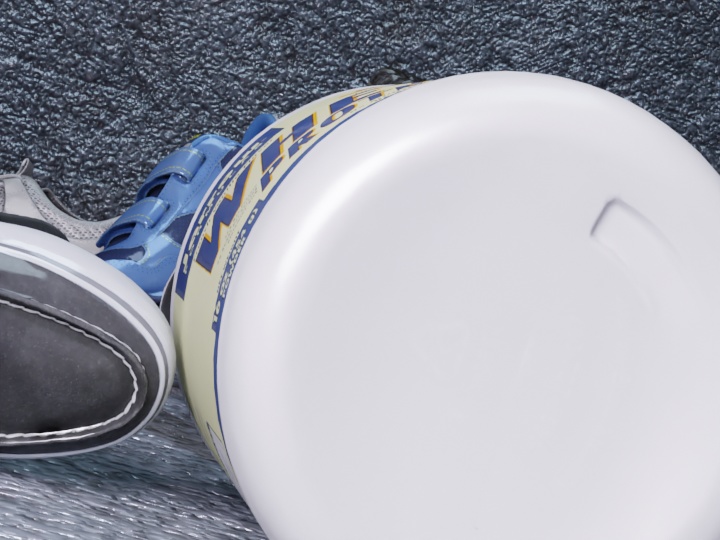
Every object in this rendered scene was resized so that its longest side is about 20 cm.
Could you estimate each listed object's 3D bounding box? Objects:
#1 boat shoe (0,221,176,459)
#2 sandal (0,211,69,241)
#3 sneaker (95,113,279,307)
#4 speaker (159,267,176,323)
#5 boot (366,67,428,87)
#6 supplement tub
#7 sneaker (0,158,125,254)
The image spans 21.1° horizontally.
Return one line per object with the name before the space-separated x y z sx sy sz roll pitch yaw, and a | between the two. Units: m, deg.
boat shoe | -0.145 0.015 0.515 0.199 0.070 0.066 19 17 -16
sandal | -0.155 0.010 0.718 0.075 0.048 0.200 -28 -14 6
sneaker | -0.097 -0.023 1.028 0.199 0.083 0.074 -26 4 -42
speaker | -0.030 0.029 0.992 0.081 0.082 0.200 16 1 17
boot | 0.003 0.001 0.782 0.079 0.159 0.211 15 1 -17
supplement tub | 0.021 0.018 0.557 0.144 0.146 0.200 16 1 -12
sneaker | -0.206 -0.026 1.070 0.198 0.083 0.075 16 1 -6
